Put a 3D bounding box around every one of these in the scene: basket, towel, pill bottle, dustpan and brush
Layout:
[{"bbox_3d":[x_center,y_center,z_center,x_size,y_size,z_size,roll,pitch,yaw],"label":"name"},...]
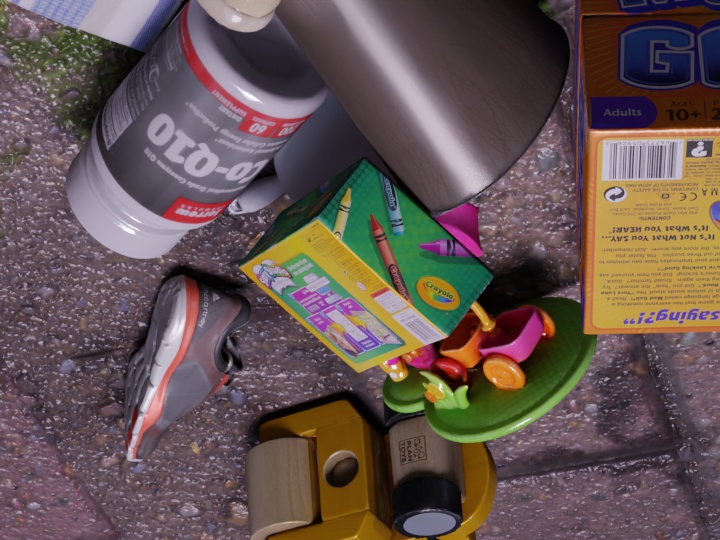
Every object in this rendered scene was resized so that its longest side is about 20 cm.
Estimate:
[{"bbox_3d":[0.023,-0.168,1.642,0.135,0.181,0.200,-21,126,37],"label":"basket"},{"bbox_3d":[-0.200,-0.225,1.678,0.199,0.024,0.147,20,138,-18],"label":"towel"},{"bbox_3d":[-0.116,-0.101,1.748,0.113,0.114,0.200,23,134,-24],"label":"pill bottle"},{"bbox_3d":[-0.032,-0.073,1.816,0.199,0.057,0.140,-27,104,33],"label":"dustpan and brush"}]

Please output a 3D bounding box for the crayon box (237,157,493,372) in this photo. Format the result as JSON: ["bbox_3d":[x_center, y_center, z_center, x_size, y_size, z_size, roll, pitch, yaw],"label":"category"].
[{"bbox_3d":[0.000,0.000,1.727,0.119,0.058,0.200,42,162,-8],"label":"crayon box"}]

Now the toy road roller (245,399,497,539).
[{"bbox_3d":[0.016,0.187,2.075,0.199,0.124,0.146,-15,148,17],"label":"toy road roller"}]

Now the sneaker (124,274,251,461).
[{"bbox_3d":[-0.136,0.087,1.998,0.081,0.078,0.201,8,140,-17],"label":"sneaker"}]

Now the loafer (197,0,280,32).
[{"bbox_3d":[-0.110,-0.239,1.545,0.200,0.076,0.068,48,121,-3],"label":"loafer"}]

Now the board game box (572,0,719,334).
[{"bbox_3d":[0.243,-0.098,1.676,0.198,0.201,0.201,-1,139,3],"label":"board game box"}]

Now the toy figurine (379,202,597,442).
[{"bbox_3d":[0.051,0.012,1.894,0.199,0.150,0.185,-4,131,45],"label":"toy figurine"}]
